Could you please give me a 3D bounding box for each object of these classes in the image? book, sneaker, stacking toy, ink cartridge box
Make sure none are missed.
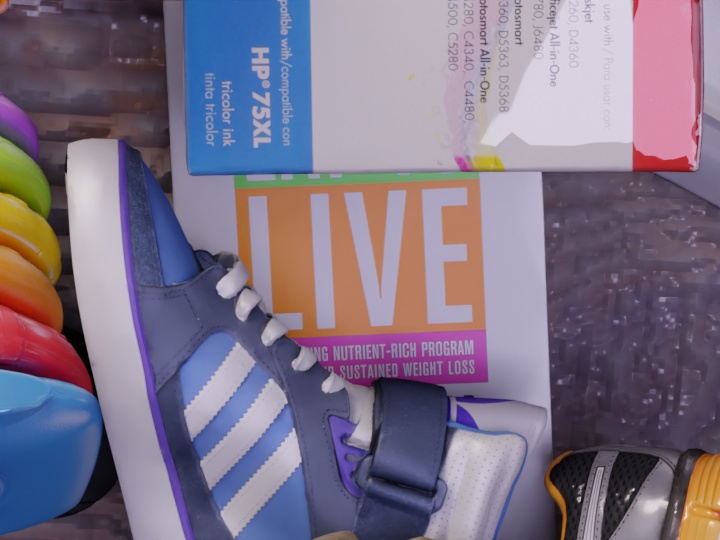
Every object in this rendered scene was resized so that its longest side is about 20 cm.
[{"bbox_3d":[0.000,0.000,0.996,0.133,0.048,0.202,-3,99,0],"label":"book"},{"bbox_3d":[-0.014,0.040,0.948,0.145,0.081,0.202,-13,97,-4],"label":"sneaker"},{"bbox_3d":[-0.140,-0.022,0.917,0.115,0.110,0.201,4,64,-9],"label":"stacking toy"},{"bbox_3d":[0.047,-0.070,0.899,0.198,0.116,0.068,0,100,4],"label":"ink cartridge box"},{"bbox_3d":[0.086,0.154,0.964,0.077,0.078,0.201,14,92,26],"label":"sneaker"}]

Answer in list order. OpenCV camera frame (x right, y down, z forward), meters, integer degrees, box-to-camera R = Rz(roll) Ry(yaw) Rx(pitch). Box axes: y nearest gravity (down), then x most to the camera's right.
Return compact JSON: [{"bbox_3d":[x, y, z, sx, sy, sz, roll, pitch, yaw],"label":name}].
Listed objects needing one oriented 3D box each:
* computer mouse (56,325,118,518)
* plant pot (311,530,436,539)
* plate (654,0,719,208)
[{"bbox_3d":[-0.179,0.067,0.960,0.199,0.046,0.141,20,91,-17],"label":"computer mouse"},{"bbox_3d":[0.006,0.192,0.876,0.199,0.201,0.184,18,109,-17],"label":"plant pot"},{"bbox_3d":[0.165,-0.119,1.035,0.199,0.032,0.201,26,91,-17],"label":"plate"}]
